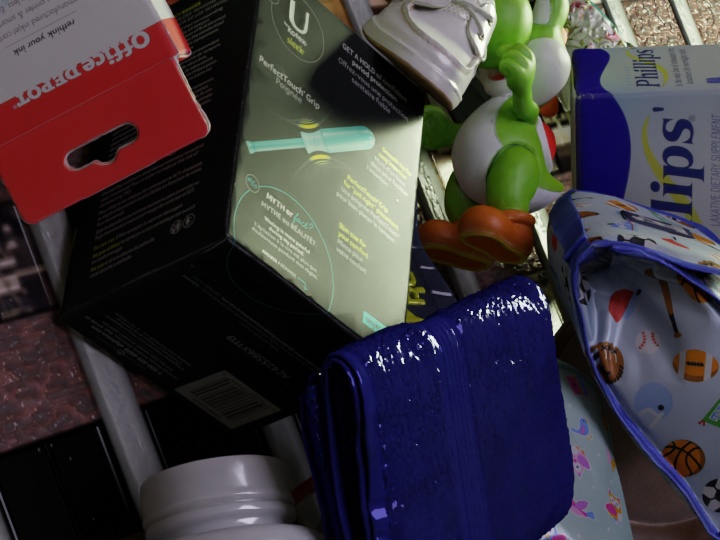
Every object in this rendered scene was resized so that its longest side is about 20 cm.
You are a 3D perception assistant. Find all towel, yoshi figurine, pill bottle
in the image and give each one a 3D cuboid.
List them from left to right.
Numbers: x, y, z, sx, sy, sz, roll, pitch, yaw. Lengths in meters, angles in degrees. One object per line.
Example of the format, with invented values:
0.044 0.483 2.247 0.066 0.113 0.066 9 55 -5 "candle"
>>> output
-0.059 0.199 1.082 0.109 0.109 0.201 13 61 -50 "pill bottle"
0.042 0.092 1.138 0.200 0.049 0.148 -21 105 -54 "towel"
0.081 -0.108 1.423 0.112 0.112 0.201 60 41 -69 "yoshi figurine"

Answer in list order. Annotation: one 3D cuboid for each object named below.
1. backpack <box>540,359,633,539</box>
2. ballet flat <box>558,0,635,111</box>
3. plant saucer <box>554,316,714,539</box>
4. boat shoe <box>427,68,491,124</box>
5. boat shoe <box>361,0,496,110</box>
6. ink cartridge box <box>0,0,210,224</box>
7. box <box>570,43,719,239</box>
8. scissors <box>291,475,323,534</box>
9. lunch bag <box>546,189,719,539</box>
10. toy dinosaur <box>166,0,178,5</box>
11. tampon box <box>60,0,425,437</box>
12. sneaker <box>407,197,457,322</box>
0.087 0.150 1.294 0.167 0.126 0.201 24 49 -41 "backpack"
0.190 -0.126 1.646 0.200 0.076 0.064 52 53 -15 "ballet flat"
0.207 0.096 1.467 0.201 0.200 0.034 59 -3 -11 "plant saucer"
0.066 -0.185 1.515 0.073 0.062 0.201 -9 79 -56 "boat shoe"
0.048 -0.151 1.307 0.071 0.069 0.200 42 11 -11 "boat shoe"
-0.167 -0.138 1.115 0.201 0.116 0.067 63 5 -6 "ink cartridge box"
0.246 -0.056 1.495 0.105 0.199 0.185 -80 168 -65 "box"
0.009 0.083 1.233 0.073 0.014 0.201 25 87 -32 "scissors"
0.196 0.039 1.351 0.200 0.124 0.170 48 9 -9 "lunch bag"
-0.076 -0.162 1.334 0.200 0.105 0.182 -43 120 -19 "toy dinosaur"
-0.061 -0.040 1.202 0.150 0.126 0.201 38 43 -36 "tampon box"
0.000 0.000 1.320 0.074 0.082 0.200 6 45 -24 "sneaker"
